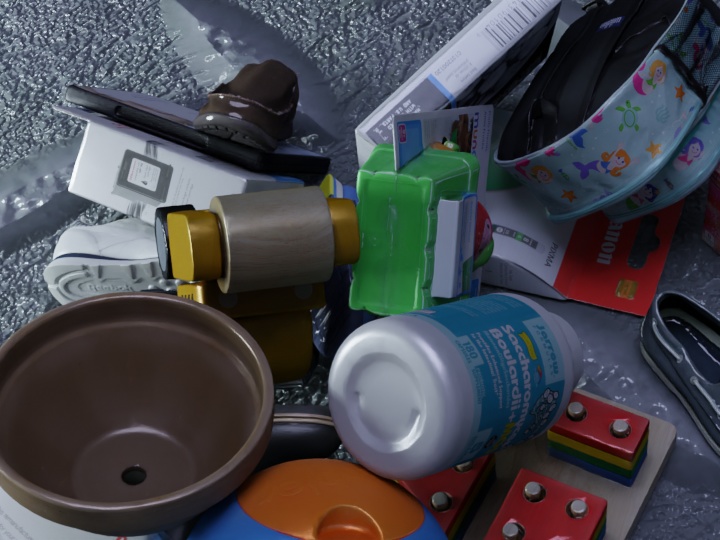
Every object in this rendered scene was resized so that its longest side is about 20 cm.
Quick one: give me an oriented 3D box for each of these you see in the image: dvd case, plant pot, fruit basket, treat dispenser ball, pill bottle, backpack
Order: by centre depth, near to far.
[{"bbox_3d":[-0.029,0.229,1.194,0.201,0.201,0.201,-3,52,4],"label":"treat dispenser ball"},{"bbox_3d":[-0.159,0.115,1.203,0.200,0.093,0.201,2,43,-2],"label":"plant pot"},{"bbox_3d":[0.077,0.075,1.233,0.111,0.111,0.200,35,27,29],"label":"pill bottle"},{"bbox_3d":[0.066,-0.031,1.348,0.094,0.186,0.200,9,10,29],"label":"fruit basket"},{"bbox_3d":[0.210,-0.125,1.427,0.151,0.177,0.200,50,54,-14],"label":"backpack"},{"bbox_3d":[-0.141,-0.123,1.540,0.200,0.143,0.018,21,99,21],"label":"dvd case"}]

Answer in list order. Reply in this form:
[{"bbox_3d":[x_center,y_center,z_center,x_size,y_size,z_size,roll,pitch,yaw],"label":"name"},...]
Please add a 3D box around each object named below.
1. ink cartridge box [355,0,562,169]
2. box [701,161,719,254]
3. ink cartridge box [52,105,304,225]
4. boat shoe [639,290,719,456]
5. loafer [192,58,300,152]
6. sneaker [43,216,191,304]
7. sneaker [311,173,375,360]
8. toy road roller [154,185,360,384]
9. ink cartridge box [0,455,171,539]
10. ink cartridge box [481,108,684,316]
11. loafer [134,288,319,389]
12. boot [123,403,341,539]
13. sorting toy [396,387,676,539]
[{"bbox_3d":[0.080,-0.142,1.468,0.198,0.200,0.043,-44,81,-8],"label":"ink cartridge box"},{"bbox_3d":[0.377,-0.020,1.412,0.095,0.100,0.200,-31,56,-18],"label":"box"},{"bbox_3d":[-0.164,-0.078,1.500,0.200,0.116,0.067,21,100,22],"label":"ink cartridge box"},{"bbox_3d":[0.290,0.091,1.357,0.073,0.062,0.200,-30,55,-17],"label":"boat shoe"},{"bbox_3d":[-0.092,-0.147,1.484,0.073,0.071,0.200,17,10,1],"label":"loafer"},{"bbox_3d":[-0.165,-0.009,1.482,0.200,0.076,0.081,7,44,10],"label":"sneaker"},{"bbox_3d":[0.000,0.000,1.437,0.082,0.074,0.200,24,36,-22],"label":"sneaker"},{"bbox_3d":[-0.077,0.016,1.313,0.123,0.200,0.146,-7,91,-15],"label":"toy road roller"},{"bbox_3d":[-0.240,0.234,1.257,0.146,0.084,0.200,36,78,29],"label":"ink cartridge box"},{"bbox_3d":[0.166,-0.053,1.495,0.200,0.050,0.161,12,54,17],"label":"ink cartridge box"},{"bbox_3d":[-0.133,0.060,1.422,0.200,0.068,0.070,5,45,5],"label":"loafer"},{"bbox_3d":[-0.101,0.187,1.325,0.200,0.077,0.138,-17,55,9],"label":"boot"},{"bbox_3d":[0.112,0.150,1.325,0.199,0.070,0.200,20,57,21],"label":"sorting toy"}]
